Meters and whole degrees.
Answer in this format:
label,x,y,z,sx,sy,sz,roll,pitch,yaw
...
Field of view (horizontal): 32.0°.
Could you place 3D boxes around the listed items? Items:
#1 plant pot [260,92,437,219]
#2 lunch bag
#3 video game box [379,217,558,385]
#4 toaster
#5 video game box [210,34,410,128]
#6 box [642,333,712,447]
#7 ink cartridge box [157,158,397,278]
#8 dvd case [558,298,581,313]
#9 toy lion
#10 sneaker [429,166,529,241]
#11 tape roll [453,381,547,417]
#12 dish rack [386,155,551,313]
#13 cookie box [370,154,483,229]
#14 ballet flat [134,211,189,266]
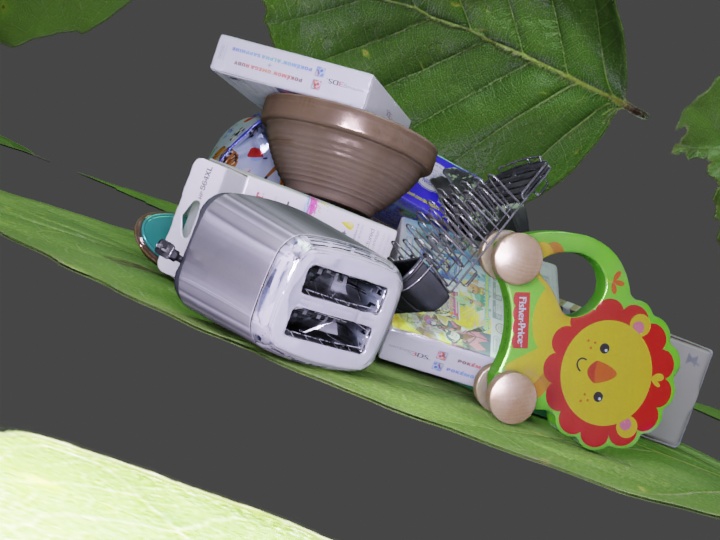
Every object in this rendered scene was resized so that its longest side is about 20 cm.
label,x,y,z,sx,sy,sz,roll,pitch,yaw
plant pot,-0.021,-0.114,1.361,0.198,0.094,0.201,16,-5,1
lunch bag,-0.142,-0.091,1.514,0.122,0.203,0.170,19,2,-13
video game box,0.115,0.040,1.288,0.180,0.047,0.201,19,34,-7
toaster,-0.059,0.010,1.039,0.128,0.115,0.199,26,4,43
video game box,-0.050,-0.195,1.399,0.180,0.047,0.200,20,-2,15
box,0.344,0.130,1.605,0.108,0.129,0.200,20,2,-9
ink cartridge box,-0.090,-0.020,1.253,0.198,0.130,0.125,19,3,-28
dvd case,0.199,0.080,1.582,0.199,0.150,0.016,22,43,41
toy lion,0.205,0.065,1.168,0.189,0.203,0.069,1,4,-10
sneaker,0.145,-0.018,1.441,0.103,0.203,0.060,0,-16,-26
tape roll,0.156,0.111,1.393,0.198,0.049,0.200,20,3,-1
dish rack,0.085,-0.040,1.162,0.055,0.200,0.153,46,-18,-14
cookie box,0.047,-0.108,1.604,0.170,0.076,0.200,28,-10,-7
ballet flat,-0.161,-0.017,1.343,0.198,0.069,0.072,7,-14,-34
